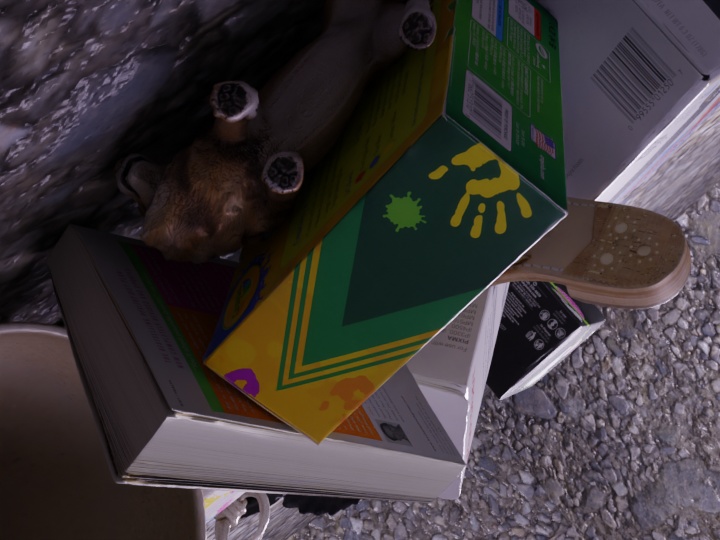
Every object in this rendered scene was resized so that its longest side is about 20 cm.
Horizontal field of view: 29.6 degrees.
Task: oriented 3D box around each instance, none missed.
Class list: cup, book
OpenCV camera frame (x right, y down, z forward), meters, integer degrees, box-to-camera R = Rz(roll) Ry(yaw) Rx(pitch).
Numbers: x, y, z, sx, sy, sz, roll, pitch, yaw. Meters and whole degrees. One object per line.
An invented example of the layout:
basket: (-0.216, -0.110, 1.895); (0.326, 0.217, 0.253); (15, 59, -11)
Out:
cup: (-0.197, 0.132, 0.667); (0.143, 0.202, 0.200); (-10, -167, 45)
book: (-0.048, 0.047, 0.681); (0.199, 0.134, 0.048); (14, 125, -43)

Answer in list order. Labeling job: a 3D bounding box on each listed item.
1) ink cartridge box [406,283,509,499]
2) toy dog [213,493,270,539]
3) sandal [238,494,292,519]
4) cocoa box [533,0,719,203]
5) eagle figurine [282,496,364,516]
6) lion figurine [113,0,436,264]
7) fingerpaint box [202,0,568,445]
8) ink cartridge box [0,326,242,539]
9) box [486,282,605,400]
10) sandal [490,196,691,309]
ink cartridge box: (0.048, 0.023, 0.884); (0.147, 0.082, 0.201); (89, 15, -54)
toy dog: (-0.106, 0.094, 0.958); (0.131, 0.096, 0.201); (3, -121, 46)
sandal: (-0.022, 0.118, 0.988); (0.200, 0.048, 0.075); (-42, -155, -4)
cocoa box: (0.136, -0.123, 0.780); (0.131, 0.134, 0.200); (-33, 168, -36)
eagle figurine: (-0.011, 0.102, 1.239); (0.201, 0.150, 0.152); (-57, -179, 27)
lion figurine: (-0.022, -0.081, 0.611); (0.200, 0.073, 0.122); (-42, -179, -10)
fingerpaint box: (0.017, -0.043, 0.650); (0.167, 0.073, 0.200); (-45, -162, 28)
ink cartridge box: (-0.134, 0.097, 0.808); (0.200, 0.129, 0.125); (-39, 171, 3)
box: (0.174, 0.045, 1.537); (0.124, 0.149, 0.200); (-42, 168, 13)
sandal: (0.069, -0.030, 0.733); (0.070, 0.210, 0.078); (58, 47, -48)
